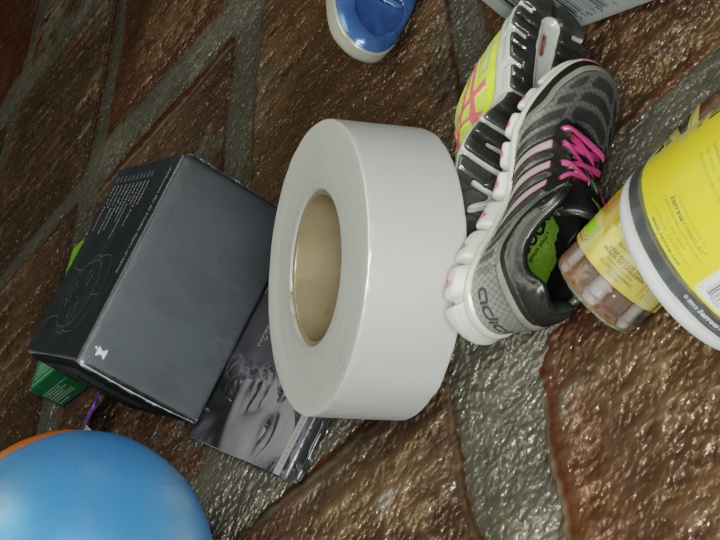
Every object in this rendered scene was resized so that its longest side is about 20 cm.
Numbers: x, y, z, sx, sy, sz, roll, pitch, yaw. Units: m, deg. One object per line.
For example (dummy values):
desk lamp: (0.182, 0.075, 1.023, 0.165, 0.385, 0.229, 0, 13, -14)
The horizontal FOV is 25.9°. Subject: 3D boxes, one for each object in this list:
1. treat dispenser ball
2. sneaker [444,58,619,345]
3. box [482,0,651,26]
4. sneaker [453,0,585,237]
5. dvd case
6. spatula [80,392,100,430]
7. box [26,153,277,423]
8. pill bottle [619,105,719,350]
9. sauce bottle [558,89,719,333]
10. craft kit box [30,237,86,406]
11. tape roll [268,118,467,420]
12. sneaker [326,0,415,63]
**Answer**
treat dispenser ball: (-0.205, 0.215, 1.127, 0.201, 0.200, 0.201, -42, 30, 31)
sneaker: (0.127, -0.043, 0.967, 0.087, 0.074, 0.201, 1, 59, 51)
box: (0.178, -0.287, 1.101, 0.184, 0.105, 0.201, -12, 51, 56)
sneaker: (0.098, -0.088, 1.078, 0.090, 0.078, 0.201, -38, 26, 57)
dvd case: (-0.063, 0.082, 1.233, 0.200, 0.016, 0.149, 8, 68, 63)
spatula: (-0.248, 0.170, 1.464, 0.057, 0.020, 0.200, -62, 25, 22)
box: (-0.180, 0.015, 1.384, 0.201, 0.124, 0.196, -64, 20, -11)
pill bottle: (0.228, -0.053, 0.740, 0.200, 0.112, 0.112, -39, 31, 34)
sauce bottle: (0.195, -0.054, 0.861, 0.200, 0.065, 0.065, -48, 27, 19)
craft kit box: (-0.256, 0.016, 1.630, 0.200, 0.048, 0.198, -35, 31, 40)
tape roll: (0.000, 0.000, 1.058, 0.202, 0.070, 0.204, -177, 90, -69)
sneaker: (0.036, -0.282, 1.384, 0.111, 0.077, 0.200, -42, 22, 50)
